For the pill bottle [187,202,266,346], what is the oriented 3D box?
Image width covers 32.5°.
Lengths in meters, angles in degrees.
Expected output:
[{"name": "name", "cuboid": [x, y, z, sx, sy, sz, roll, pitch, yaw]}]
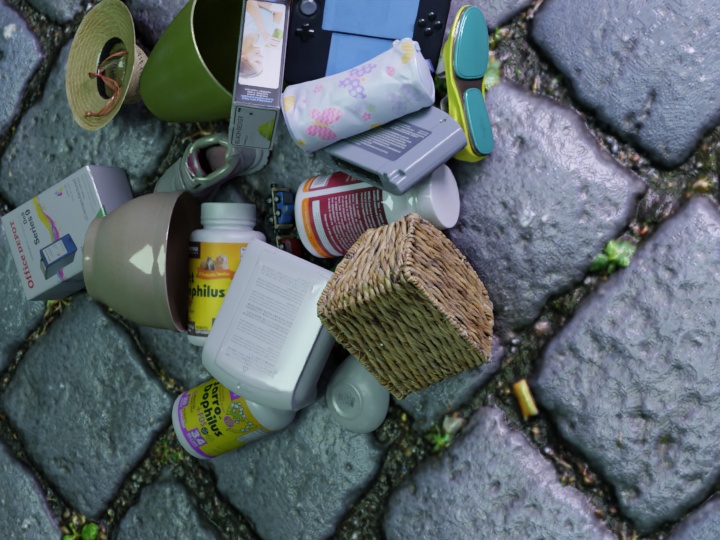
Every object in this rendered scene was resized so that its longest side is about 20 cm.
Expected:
[{"name": "pill bottle", "cuboid": [-0.188, 0.006, 1.744, 0.109, 0.109, 0.201, 2, 91, 29]}]

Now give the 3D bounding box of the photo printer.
[{"name": "photo printer", "cuboid": [-0.112, 0.077, 1.636, 0.166, 0.069, 0.201, 22, 89, 25]}]

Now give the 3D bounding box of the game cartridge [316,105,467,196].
[{"name": "game cartridge", "cuboid": [0.044, -0.164, 1.583, 0.200, 0.133, 0.042, 30, 149, 54]}]

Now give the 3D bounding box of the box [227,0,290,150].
[{"name": "box", "cuboid": [-0.129, -0.269, 1.585, 0.060, 0.117, 0.201, 7, 66, -7]}]

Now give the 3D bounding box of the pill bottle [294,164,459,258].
[{"name": "pill bottle", "cuboid": [0.023, -0.083, 1.622, 0.199, 0.113, 0.113, -8, 86, 29]}]

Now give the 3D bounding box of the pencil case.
[{"name": "pencil case", "cuboid": [-0.003, -0.223, 1.581, 0.199, 0.083, 0.091, -21, 109, 14]}]

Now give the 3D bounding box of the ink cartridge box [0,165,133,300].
[{"name": "ink cartridge box", "cuboid": [-0.440, -0.055, 1.900, 0.200, 0.087, 0.146, -25, 79, 29]}]

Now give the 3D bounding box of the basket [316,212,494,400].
[{"name": "basket", "cuboid": [0.057, 0.039, 1.556, 0.149, 0.200, 0.143, -26, 36, 28]}]

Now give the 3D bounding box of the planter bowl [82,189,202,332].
[{"name": "planter bowl", "cuboid": [-0.310, -0.016, 1.741, 0.134, 0.200, 0.201, 2, 91, 7]}]

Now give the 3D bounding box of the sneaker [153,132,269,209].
[{"name": "sneaker", "cuboid": [-0.231, -0.148, 1.780, 0.200, 0.088, 0.082, -31, 75, 26]}]

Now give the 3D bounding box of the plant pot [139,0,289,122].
[{"name": "plant pot", "cuboid": [-0.218, -0.284, 1.737, 0.200, 0.187, 0.188, -21, 80, 45]}]

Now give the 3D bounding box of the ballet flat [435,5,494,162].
[{"name": "ballet flat", "cuboid": [0.129, -0.238, 1.594, 0.067, 0.067, 0.201, -5, 89, 49]}]

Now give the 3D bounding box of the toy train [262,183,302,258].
[{"name": "toy train", "cuboid": [-0.105, -0.025, 1.737, 0.046, 0.034, 0.201, -10, 85, 40]}]

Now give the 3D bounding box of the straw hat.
[{"name": "straw hat", "cuboid": [-0.356, -0.297, 1.846, 0.201, 0.085, 0.202, -12, 74, 45]}]

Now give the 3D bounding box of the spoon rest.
[{"name": "spoon rest", "cuboid": [0.007, 0.129, 1.674, 0.099, 0.061, 0.201, 26, 116, 28]}]

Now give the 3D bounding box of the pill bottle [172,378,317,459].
[{"name": "pill bottle", "cuboid": [-0.161, 0.187, 1.733, 0.200, 0.104, 0.105, -26, 78, 27]}]

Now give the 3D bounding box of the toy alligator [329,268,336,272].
[{"name": "toy alligator", "cuboid": [0.000, 0.000, 1.666, 0.199, 0.059, 0.054, 7, 94, 29]}]

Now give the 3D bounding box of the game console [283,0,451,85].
[{"name": "game console", "cuboid": [0.008, -0.307, 1.581, 0.199, 0.031, 0.177, 7, 122, -7]}]
